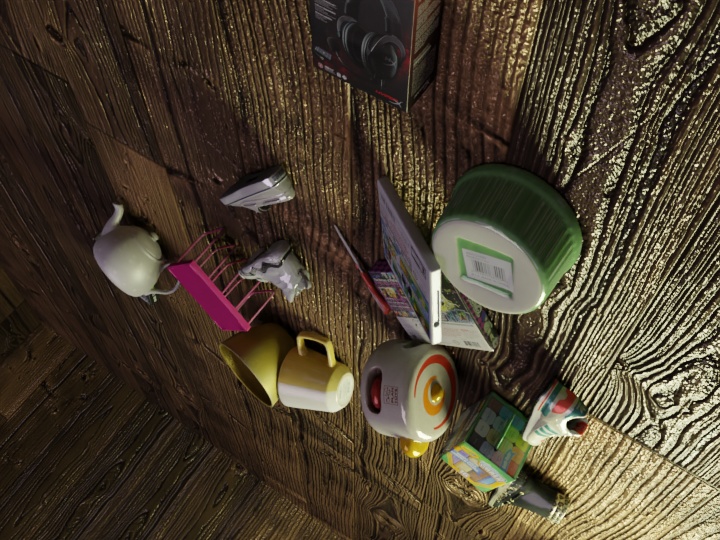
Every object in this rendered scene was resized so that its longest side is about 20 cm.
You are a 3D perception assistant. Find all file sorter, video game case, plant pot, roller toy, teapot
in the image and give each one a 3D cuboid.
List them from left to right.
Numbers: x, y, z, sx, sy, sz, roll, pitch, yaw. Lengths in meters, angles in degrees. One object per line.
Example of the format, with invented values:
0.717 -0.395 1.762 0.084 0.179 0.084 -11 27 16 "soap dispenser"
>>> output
-0.578 -0.040 1.882 0.199 0.145 0.200 53 -177 28 "teapot"
-0.311 0.021 1.656 0.138 0.126 0.201 -5 128 54 "file sorter"
-0.236 0.214 1.812 0.199 0.142 0.202 39 156 21 "plant pot"
0.077 -0.015 1.131 0.185 0.021 0.202 82 165 -51 "video game case"
0.099 0.230 1.394 0.137 0.201 0.184 0 133 42 "roller toy"
0.127 0.060 1.281 0.197 0.036 0.183 2 134 49 "video game case"

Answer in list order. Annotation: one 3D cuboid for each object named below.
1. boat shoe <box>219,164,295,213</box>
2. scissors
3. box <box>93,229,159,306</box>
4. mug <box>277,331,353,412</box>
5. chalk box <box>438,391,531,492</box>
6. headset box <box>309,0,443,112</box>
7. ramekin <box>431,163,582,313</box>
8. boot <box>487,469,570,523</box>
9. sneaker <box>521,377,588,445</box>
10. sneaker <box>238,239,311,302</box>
-0.192 -0.137 1.340 0.198 0.074 0.066 -4 127 54 "boat shoe"
0.000 0.000 1.364 0.202 0.014 0.073 56 177 -8 "scissors"
-0.693 -0.005 2.163 0.198 0.048 0.195 35 149 10 "box"
-0.105 0.260 1.746 0.150 0.152 0.188 11 149 28 "mug"
0.259 0.334 1.425 0.123 0.125 0.201 37 153 3 "chalk box"
0.017 -0.307 0.841 0.147 0.078 0.202 30 152 17 "headset box"
0.192 -0.035 0.997 0.197 0.098 0.202 29 150 18 "ramekin"
0.368 0.508 1.603 0.151 0.074 0.206 28 150 15 "boot"
0.347 0.273 1.287 0.092 0.070 0.202 33 149 23 "sneaker"
-0.180 0.011 1.537 0.116 0.075 0.198 50 147 -15 "sneaker"
